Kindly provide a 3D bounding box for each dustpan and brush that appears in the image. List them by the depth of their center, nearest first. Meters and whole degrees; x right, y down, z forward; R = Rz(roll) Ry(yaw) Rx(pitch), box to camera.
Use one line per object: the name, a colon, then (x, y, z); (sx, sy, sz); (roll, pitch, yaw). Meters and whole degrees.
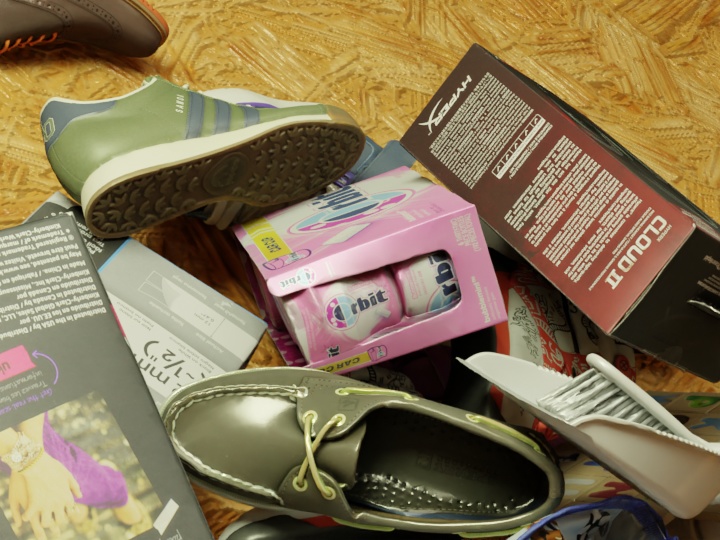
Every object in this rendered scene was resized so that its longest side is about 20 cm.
dustpan and brush: (0.157, 0.088, 0.839); (0.200, 0.057, 0.140); (37, -3, -19)

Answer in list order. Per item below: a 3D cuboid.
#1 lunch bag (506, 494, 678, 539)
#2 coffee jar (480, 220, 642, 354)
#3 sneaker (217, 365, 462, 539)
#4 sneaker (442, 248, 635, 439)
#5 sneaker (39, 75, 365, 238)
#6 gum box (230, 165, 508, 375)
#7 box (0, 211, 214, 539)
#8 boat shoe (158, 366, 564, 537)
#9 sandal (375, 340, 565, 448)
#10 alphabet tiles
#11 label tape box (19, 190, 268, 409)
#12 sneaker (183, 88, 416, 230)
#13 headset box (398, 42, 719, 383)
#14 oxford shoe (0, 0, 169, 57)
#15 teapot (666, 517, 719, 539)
lunch bag: (0.055, 0.199, 0.792); (0.124, 0.170, 0.200); (47, 37, -2)
coffee jar: (0.143, 0.006, 1.151); (0.200, 0.085, 0.104); (3, 38, -34)
sneaker: (-0.022, 0.110, 0.934); (0.201, 0.067, 0.108); (-7, 50, -45)
sneaker: (0.104, 0.070, 0.964); (0.108, 0.067, 0.201); (26, 31, -12)
sneaker: (-0.094, -0.082, 0.996); (0.200, 0.067, 0.090); (-16, 54, -40)
gum box: (0.000, 0.000, 0.952); (0.113, 0.066, 0.200); (-19, 12, -6)
box: (-0.152, 0.095, 0.760); (0.106, 0.122, 0.200); (-15, 74, -34)
boat shoe: (-0.001, 0.087, 0.829); (0.202, 0.072, 0.060); (10, -5, -2)
sandal: (0.079, 0.075, 1.056); (0.203, 0.050, 0.082); (32, 37, 0)
alphabet tiles: (0.172, 0.106, 0.968); (0.200, 0.167, 0.008); (-23, 105, -42)
label tape box: (-0.154, 0.061, 0.894); (0.143, 0.066, 0.200); (33, 35, 1)
sneaker: (-0.039, -0.039, 1.075); (0.200, 0.081, 0.146); (-7, 47, -47)
headset box: (0.138, -0.025, 0.959); (0.200, 0.077, 0.149); (44, 13, 35)
oxford shoe: (-0.221, -0.166, 1.119); (0.200, 0.071, 0.073); (16, 68, -25)
teapot: (0.206, 0.179, 0.951); (0.197, 0.146, 0.200); (20, 39, -16)
